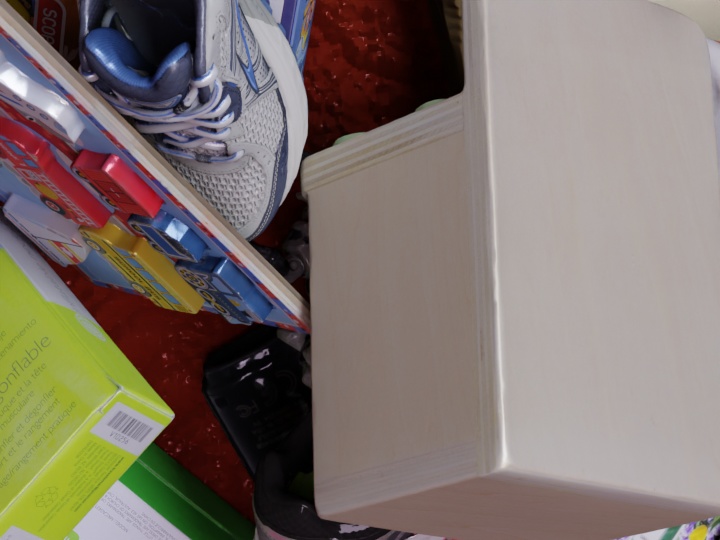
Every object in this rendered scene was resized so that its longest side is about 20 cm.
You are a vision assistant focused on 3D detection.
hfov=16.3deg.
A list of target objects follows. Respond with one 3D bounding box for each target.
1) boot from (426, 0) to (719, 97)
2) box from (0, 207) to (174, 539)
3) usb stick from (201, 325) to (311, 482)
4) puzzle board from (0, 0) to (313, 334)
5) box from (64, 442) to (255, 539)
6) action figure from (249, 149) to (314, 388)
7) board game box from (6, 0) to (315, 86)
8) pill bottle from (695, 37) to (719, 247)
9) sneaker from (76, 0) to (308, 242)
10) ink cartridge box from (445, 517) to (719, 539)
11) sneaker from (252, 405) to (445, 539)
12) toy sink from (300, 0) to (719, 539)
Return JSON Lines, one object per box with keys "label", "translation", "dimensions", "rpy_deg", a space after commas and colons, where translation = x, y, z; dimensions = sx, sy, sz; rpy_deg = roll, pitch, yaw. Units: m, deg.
{"label": "boot", "translation": [0.104, -0.147, 1.086], "dimensions": [0.155, 0.073, 0.201], "rpy_deg": [-16, 116, -6]}
{"label": "box", "translation": [-0.178, 0.036, 1.048], "dimensions": [0.122, 0.200, 0.048], "rpy_deg": [-47, 145, 6]}
{"label": "usb stick", "translation": [-0.011, 0.114, 1.188], "dimensions": [0.055, 0.033, 0.200], "rpy_deg": [-26, 116, 5]}
{"label": "puzzle board", "translation": [-0.122, -0.041, 0.974], "dimensions": [0.200, 0.150, 0.017], "rpy_deg": [46, 66, -37]}
{"label": "box", "translation": [-0.146, 0.158, 1.138], "dimensions": [0.177, 0.097, 0.200], "rpy_deg": [-46, 115, 8]}
{"label": "action figure", "translation": [0.000, 0.000, 1.105], "dimensions": [0.200, 0.102, 0.119], "rpy_deg": [30, 84, -20]}
{"label": "board game box", "translation": [-0.084, -0.115, 0.977], "dimensions": [0.135, 0.035, 0.201], "rpy_deg": [17, 132, 4]}
{"label": "pill bottle", "translation": [0.187, -0.031, 1.091], "dimensions": [0.199, 0.114, 0.115], "rpy_deg": [10, 111, -44]}
{"label": "sneaker", "translation": [-0.072, -0.080, 0.921], "dimensions": [0.077, 0.085, 0.201], "rpy_deg": [1, 131, 16]}
{"label": "ink cartridge box", "translation": [0.080, 0.124, 1.134], "dimensions": [0.200, 0.050, 0.109], "rpy_deg": [-39, 116, -10]}
{"label": "sneaker", "translation": [0.035, 0.064, 1.059], "dimensions": [0.199, 0.074, 0.088], "rpy_deg": [-32, 151, -6]}
{"label": "toy sink", "translation": [0.058, -0.002, 0.977], "dimensions": [0.130, 0.112, 0.201], "rpy_deg": [12, 69, -40]}
